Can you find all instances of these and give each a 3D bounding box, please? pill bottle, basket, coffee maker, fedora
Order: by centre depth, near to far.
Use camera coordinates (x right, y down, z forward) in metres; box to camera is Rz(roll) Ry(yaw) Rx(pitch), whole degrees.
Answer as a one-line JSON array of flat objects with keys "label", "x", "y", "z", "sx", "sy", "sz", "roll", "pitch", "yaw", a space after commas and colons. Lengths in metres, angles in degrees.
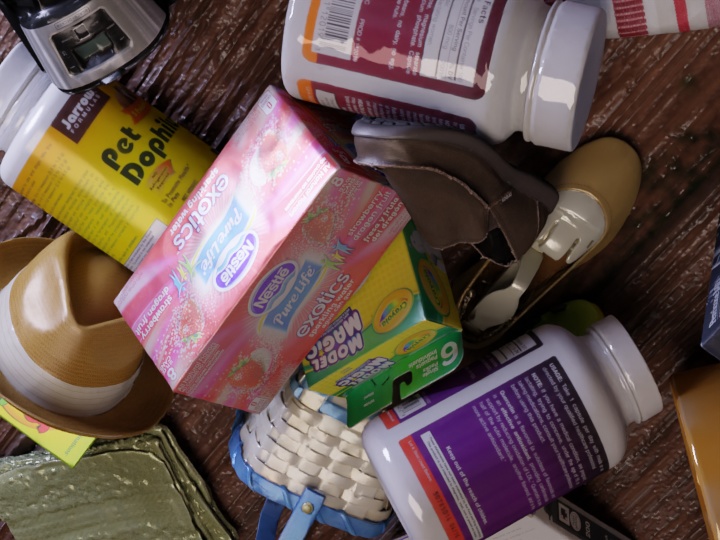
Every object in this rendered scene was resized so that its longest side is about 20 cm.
[{"label": "pill bottle", "x": 0.057, "y": -0.149, "z": 1.369, "sx": 0.198, "sy": 0.114, "sz": 0.115, "roll": 15, "pitch": 124, "yaw": 11}, {"label": "coffee maker", "x": -0.213, "y": -0.249, "z": 1.393, "sx": 0.134, "sy": 0.193, "sz": 0.200, "roll": -10, "pitch": 135, "yaw": 29}, {"label": "pill bottle", "x": 0.108, "y": 0.113, "z": 1.440, "sx": 0.199, "sy": 0.113, "sz": 0.113, "roll": -28, "pitch": 113, "yaw": -3}, {"label": "pill bottle", "x": -0.187, "y": -0.079, "z": 1.507, "sx": 0.199, "sy": 0.109, "sz": 0.109, "roll": 34, "pitch": 124, "yaw": -6}, {"label": "fedora", "x": -0.205, "y": 0.031, "z": 1.525, "sx": 0.200, "sy": 0.201, "sz": 0.082, "roll": 35, "pitch": 124, "yaw": -6}, {"label": "basket", "x": -0.037, "y": 0.150, "z": 1.564, "sx": 0.138, "sy": 0.177, "sz": 0.201, "roll": 29, "pitch": 114, "yaw": -9}]

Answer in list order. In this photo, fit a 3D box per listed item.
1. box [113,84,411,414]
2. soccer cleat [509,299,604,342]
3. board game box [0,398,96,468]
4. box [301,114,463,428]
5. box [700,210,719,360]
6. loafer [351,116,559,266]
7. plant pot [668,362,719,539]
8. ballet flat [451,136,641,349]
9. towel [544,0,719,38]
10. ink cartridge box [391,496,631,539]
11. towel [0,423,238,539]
[{"label": "box", "x": -0.066, "y": -0.012, "z": 1.424, "sx": 0.094, "sy": 0.103, "sz": 0.200, "roll": 18, "pitch": 116, "yaw": -48}, {"label": "soccer cleat", "x": 0.143, "y": 0.102, "z": 1.560, "sx": 0.083, "sy": 0.065, "sz": 0.201, "roll": 10, "pitch": 124, "yaw": -26}, {"label": "board game box", "x": -0.278, "y": 0.056, "z": 1.639, "sx": 0.199, "sy": 0.048, "sz": 0.102, "roll": 37, "pitch": 106, "yaw": -7}, {"label": "box", "x": 0.000, "y": 0.000, "z": 1.459, "sx": 0.117, "sy": 0.201, "sz": 0.048, "roll": -32, "pitch": 151, "yaw": 30}, {"label": "box", "x": 0.320, "y": -0.034, "z": 1.326, "sx": 0.104, "sy": 0.200, "sz": 0.182, "roll": 33, "pitch": 124, "yaw": -7}, {"label": "loafer", "x": 0.065, "y": -0.049, "z": 1.368, "sx": 0.073, "sy": 0.072, "sz": 0.199, "roll": 11, "pitch": 172, "yaw": 43}, {"label": "plant pot", "x": 0.332, "y": 0.149, "z": 1.455, "sx": 0.182, "sy": 0.201, "sz": 0.201, "roll": -15, "pitch": 117, "yaw": 6}, {"label": "ballet flat", "x": 0.133, "y": -0.012, "z": 1.480, "sx": 0.068, "sy": 0.063, "sz": 0.200, "roll": 35, "pitch": 124, "yaw": -7}, {"label": "towel", "x": 0.161, "y": -0.221, "z": 1.368, "sx": 0.198, "sy": 0.023, "sz": 0.145, "roll": -3, "pitch": 122, "yaw": 21}, {"label": "ink cartridge box", "x": 0.086, "y": 0.228, "z": 1.604, "sx": 0.197, "sy": 0.044, "sz": 0.200, "roll": -26, "pitch": 140, "yaw": 29}, {"label": "towel", "x": -0.214, "y": 0.203, "z": 1.735, "sx": 0.199, "sy": 0.037, "sz": 0.149, "roll": -15, "pitch": 116, "yaw": 24}]
